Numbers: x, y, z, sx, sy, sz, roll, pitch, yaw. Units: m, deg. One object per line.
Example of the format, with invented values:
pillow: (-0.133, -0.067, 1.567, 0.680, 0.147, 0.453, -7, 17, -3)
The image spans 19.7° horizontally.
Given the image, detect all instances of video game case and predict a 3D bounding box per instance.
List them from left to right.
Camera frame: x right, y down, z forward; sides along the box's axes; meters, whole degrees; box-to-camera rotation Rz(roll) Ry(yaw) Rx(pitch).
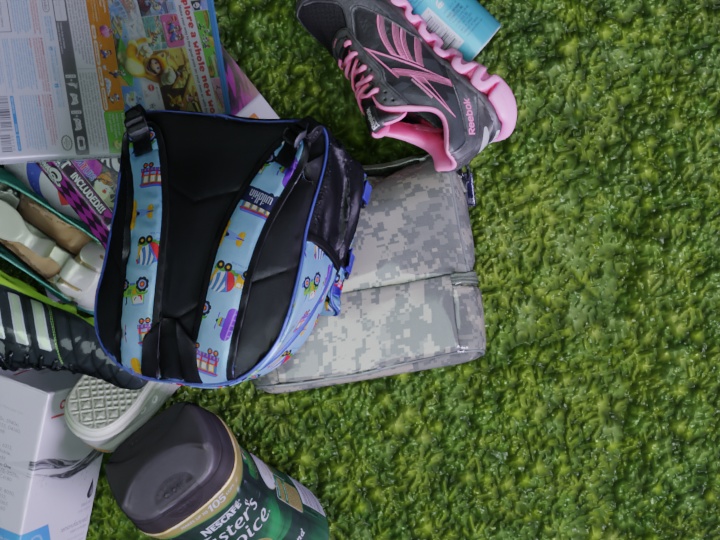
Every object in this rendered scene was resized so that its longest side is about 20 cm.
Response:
video game case: (-0.197, -0.156, 1.575, 0.198, 0.018, 0.144, -5, 80, -28)
video game case: (-0.186, -0.138, 1.608, 0.181, 0.036, 0.200, -43, 99, -29)

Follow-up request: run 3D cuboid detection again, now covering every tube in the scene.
tube: (0.021, -0.239, 1.621, 0.200, 0.050, 0.078, 42, 108, -3)

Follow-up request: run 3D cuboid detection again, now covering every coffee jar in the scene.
coffee jar: (-0.113, 0.185, 1.650, 0.104, 0.086, 0.200, -37, 139, 7)

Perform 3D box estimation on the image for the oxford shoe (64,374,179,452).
oxford shoe: (-0.163, 0.071, 1.658, 0.075, 0.058, 0.200, 33, 59, 17)

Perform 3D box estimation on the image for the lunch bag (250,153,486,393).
lunch bag: (0.000, 0.000, 1.628, 0.198, 0.139, 0.169, -9, 89, 2)

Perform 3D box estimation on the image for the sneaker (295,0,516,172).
sneaker: (0.022, -0.149, 1.596, 0.199, 0.079, 0.095, 36, 59, 10)

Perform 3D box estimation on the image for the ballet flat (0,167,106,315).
ballet flat: (-0.239, -0.014, 1.602, 0.199, 0.070, 0.068, 33, 101, -6)

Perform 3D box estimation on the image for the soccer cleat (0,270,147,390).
soccer cleat: (-0.257, 0.051, 1.589, 0.199, 0.068, 0.081, 29, 76, 4)

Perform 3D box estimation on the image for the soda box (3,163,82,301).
soda box: (-0.246, -0.081, 1.658, 0.063, 0.068, 0.202, -15, 101, 6)

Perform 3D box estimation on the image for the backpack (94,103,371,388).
backpack: (-0.096, -0.005, 1.504, 0.181, 0.134, 0.202, 5, 75, 23)

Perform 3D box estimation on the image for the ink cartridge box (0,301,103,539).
ink cartridge box: (-0.260, 0.134, 1.676, 0.066, 0.116, 0.202, 18, 105, 21)
